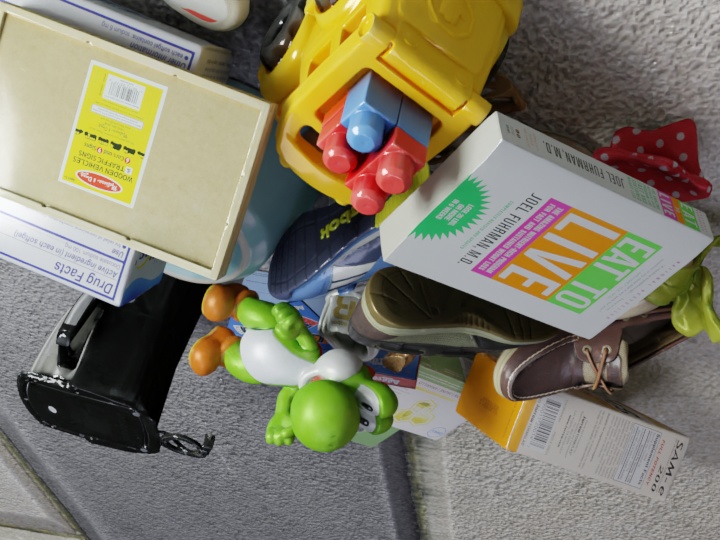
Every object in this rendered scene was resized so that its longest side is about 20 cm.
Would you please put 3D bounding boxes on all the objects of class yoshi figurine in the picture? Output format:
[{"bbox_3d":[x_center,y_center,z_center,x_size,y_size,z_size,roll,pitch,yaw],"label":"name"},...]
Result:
[{"bbox_3d":[-0.065,0.092,0.841,0.198,0.113,0.113,26,160,21],"label":"yoshi figurine"}]

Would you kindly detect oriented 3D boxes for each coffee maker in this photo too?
[{"bbox_3d":[-0.218,0.072,0.966,0.190,0.202,0.135,28,143,-15],"label":"coffee maker"}]

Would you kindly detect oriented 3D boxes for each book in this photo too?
[{"bbox_3d":[0.131,-0.028,0.673,0.198,0.049,0.134,19,138,-28],"label":"book"}]

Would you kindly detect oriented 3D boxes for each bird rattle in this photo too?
[{"bbox_3d":[0.217,-0.018,0.770,0.161,0.114,0.200,-22,133,25],"label":"bird rattle"}]

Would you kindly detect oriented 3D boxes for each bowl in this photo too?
[{"bbox_3d":[-0.141,-0.064,0.848,0.198,0.106,0.202,10,143,7],"label":"bowl"}]

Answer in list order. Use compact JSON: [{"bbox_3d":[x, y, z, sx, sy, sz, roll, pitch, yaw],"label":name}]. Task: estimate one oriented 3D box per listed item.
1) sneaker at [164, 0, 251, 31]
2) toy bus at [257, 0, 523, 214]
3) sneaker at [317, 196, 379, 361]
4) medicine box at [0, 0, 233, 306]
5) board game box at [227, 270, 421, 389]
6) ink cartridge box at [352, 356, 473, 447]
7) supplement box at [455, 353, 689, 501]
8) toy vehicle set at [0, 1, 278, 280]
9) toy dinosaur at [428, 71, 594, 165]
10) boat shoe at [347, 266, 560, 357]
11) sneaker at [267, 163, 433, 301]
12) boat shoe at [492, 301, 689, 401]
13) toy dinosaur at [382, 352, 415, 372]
[{"bbox_3d":[-0.164,-0.222,0.661,0.070,0.094,0.199,-21,131,38],"label":"sneaker"},{"bbox_3d":[0.003,-0.115,0.665,0.135,0.194,0.199,30,142,-24],"label":"toy bus"},{"bbox_3d":[0.000,0.000,0.874,0.073,0.117,0.201,6,141,16],"label":"sneaker"},{"bbox_3d":[-0.218,-0.103,0.721,0.180,0.103,0.203,22,101,2],"label":"medicine box"},{"bbox_3d":[-0.033,0.057,0.969,0.197,0.104,0.020,9,141,7],"label":"board game box"},{"bbox_3d":[0.034,0.154,1.058,0.144,0.048,0.200,23,128,-37],"label":"ink cartridge box"},{"bbox_3d":[0.214,0.157,0.977,0.198,0.074,0.126,21,-178,-21],"label":"supplement box"},{"bbox_3d":[-0.167,-0.088,0.652,0.197,0.027,0.126,21,101,2],"label":"toy vehicle set"},{"bbox_3d":[0.113,-0.109,0.764,0.197,0.061,0.106,0,163,8],"label":"toy dinosaur"},{"bbox_3d":[0.078,0.036,0.793,0.198,0.073,0.066,3,152,-33],"label":"boat shoe"},{"bbox_3d":[0.002,-0.019,0.789,0.199,0.075,0.082,-26,140,37],"label":"sneaker"},{"bbox_3d":[0.215,0.071,0.851,0.197,0.072,0.073,-21,124,-12],"label":"boat shoe"},{"bbox_3d":[0.085,0.007,0.875,0.060,0.106,0.202,25,102,13],"label":"toy dinosaur"}]
